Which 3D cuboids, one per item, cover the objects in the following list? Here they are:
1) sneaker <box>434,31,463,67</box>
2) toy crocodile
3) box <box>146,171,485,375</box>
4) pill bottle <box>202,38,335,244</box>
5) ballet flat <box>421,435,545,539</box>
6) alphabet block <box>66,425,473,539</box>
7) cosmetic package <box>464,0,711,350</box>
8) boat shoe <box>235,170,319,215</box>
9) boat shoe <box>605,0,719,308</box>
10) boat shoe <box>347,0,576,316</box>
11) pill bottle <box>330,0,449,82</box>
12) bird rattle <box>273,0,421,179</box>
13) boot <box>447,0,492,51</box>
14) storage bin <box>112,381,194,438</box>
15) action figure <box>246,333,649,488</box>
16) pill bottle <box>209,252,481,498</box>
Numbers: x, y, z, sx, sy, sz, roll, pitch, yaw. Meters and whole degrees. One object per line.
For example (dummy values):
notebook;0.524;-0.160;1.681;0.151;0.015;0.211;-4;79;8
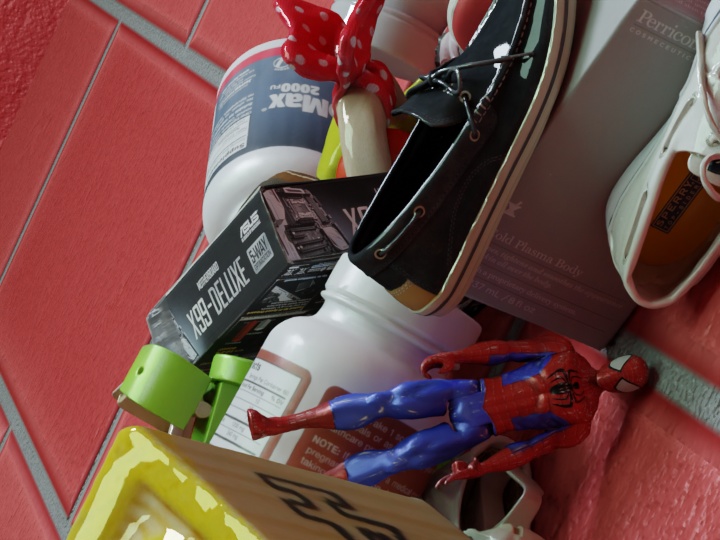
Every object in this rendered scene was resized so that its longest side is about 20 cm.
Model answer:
sneaker;0.088;-0.103;1.661;0.079;0.074;0.200;-20;20;10
toy crocodile;-0.037;0.092;1.526;0.062;0.199;0.068;172;114;-72
box;0.000;0.000;1.560;0.158;0.199;0.050;-45;60;51
pill bottle;-0.048;-0.057;1.902;0.120;0.119;0.200;-53;21;36
ballet flat;0.067;0.142;1.387;0.070;0.069;0.200;-59;14;21
alphabet block;-0.026;0.208;1.229;0.196;0.200;0.196;34;102;45
cosmetic package;0.130;-0.069;1.400;0.200;0.107;0.090;-56;20;34
boat shoe;-0.046;0.024;1.777;0.074;0.075;0.201;-42;-35;-52
boat shoe;0.176;-0.061;1.301;0.202;0.074;0.086;-57;18;32
boat shoe;0.052;-0.077;1.366;0.201;0.062;0.075;-67;17;0
pill bottle;0.047;-0.235;1.866;0.201;0.112;0.112;-67;17;-5
bird rattle;0.018;-0.081;1.687;0.200;0.112;0.164;70;-171;-66
boot;0.129;-0.159;1.537;0.200;0.072;0.145;-38;31;26
storage bin;-0.127;0.157;1.898;0.199;0.093;0.201;-41;30;54
action figure;0.047;0.073;1.364;0.052;0.199;0.066;108;147;-80
pill bottle;-0.020;0.098;1.438;0.200;0.112;0.112;-61;16;-5
